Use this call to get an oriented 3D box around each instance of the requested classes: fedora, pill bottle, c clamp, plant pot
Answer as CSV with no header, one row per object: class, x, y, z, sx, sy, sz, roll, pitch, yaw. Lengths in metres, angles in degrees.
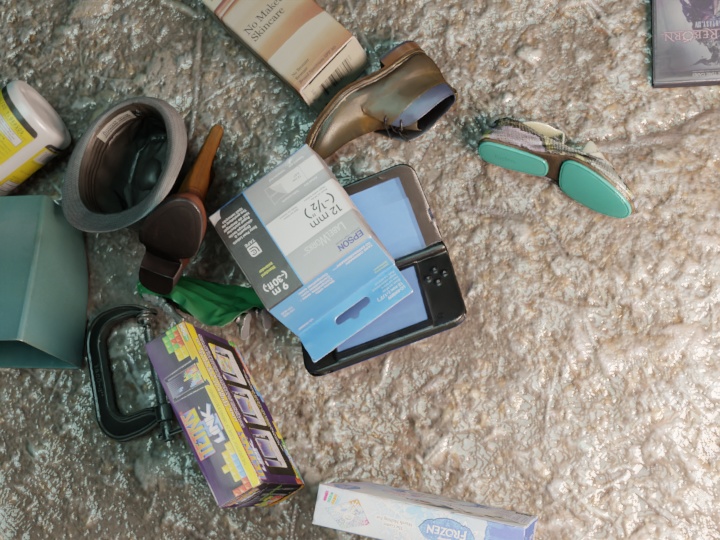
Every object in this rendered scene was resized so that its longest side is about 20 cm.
fedora,-0.286,-0.121,1.157,0.177,0.090,0.200,-7,65,20
pill bottle,-0.505,-0.157,1.219,0.200,0.111,0.111,-37,71,3
c clamp,-0.274,0.127,1.127,0.171,0.027,0.200,-29,70,24
plant pot,-0.436,0.012,1.152,0.141,0.141,0.200,0,70,14

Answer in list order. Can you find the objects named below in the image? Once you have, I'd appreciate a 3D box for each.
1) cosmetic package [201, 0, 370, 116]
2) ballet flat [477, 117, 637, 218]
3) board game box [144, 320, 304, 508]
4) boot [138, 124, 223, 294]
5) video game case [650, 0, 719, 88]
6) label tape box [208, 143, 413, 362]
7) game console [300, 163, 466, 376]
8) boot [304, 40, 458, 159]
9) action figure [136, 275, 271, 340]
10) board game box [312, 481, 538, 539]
cosmetic package,-0.096,-0.308,1.161,0.200,0.087,0.103,43,91,20
ballet flat,0.237,-0.130,1.046,0.200,0.072,0.072,27,85,18
board game box,-0.151,0.168,1.020,0.057,0.165,0.200,-31,71,5
boot,-0.192,-0.092,1.061,0.068,0.188,0.200,20,56,-3
video game case,0.419,-0.315,1.065,0.143,0.019,0.200,0,76,15
label tape box,-0.057,-0.020,1.014,0.143,0.066,0.200,-36,73,5
game console,0.000,0.000,1.040,0.200,0.118,0.171,-21,45,10
boot,0.025,-0.189,1.108,0.200,0.075,0.097,-44,68,-1
action figure,-0.204,0.038,1.109,0.200,0.118,0.055,14,110,33
board game box,0.075,0.256,0.921,0.199,0.200,0.043,9,80,17
